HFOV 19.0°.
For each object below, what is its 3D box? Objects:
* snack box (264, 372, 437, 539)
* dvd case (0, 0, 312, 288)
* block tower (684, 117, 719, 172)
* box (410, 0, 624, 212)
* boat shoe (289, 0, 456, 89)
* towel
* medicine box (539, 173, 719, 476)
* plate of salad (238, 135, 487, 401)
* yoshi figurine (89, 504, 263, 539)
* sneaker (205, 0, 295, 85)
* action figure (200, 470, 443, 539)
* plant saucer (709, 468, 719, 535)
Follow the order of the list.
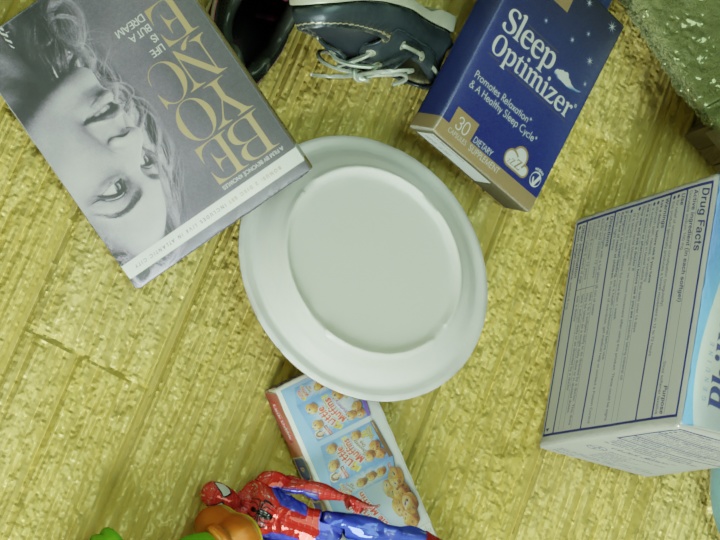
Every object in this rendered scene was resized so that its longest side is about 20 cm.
[{"bbox_3d":[0.004,0.162,1.528,0.072,0.024,0.201,-25,93,-26],"label":"snack box"},{"bbox_3d":[-0.149,-0.110,1.461,0.148,0.016,0.200,-34,98,6],"label":"dvd case"},{"bbox_3d":[0.338,-0.155,1.724,0.054,0.058,0.200,47,64,-12],"label":"block tower"},{"bbox_3d":[0.126,-0.160,1.601,0.121,0.032,0.201,37,74,-37],"label":"box"},{"bbox_3d":[0.008,-0.162,1.519,0.200,0.075,0.062,0,96,-68],"label":"boat shoe"},{"bbox_3d":[0.276,-0.212,1.680,0.148,0.037,0.200,-24,73,-20],"label":"towel"},{"bbox_3d":[0.232,0.045,1.558,0.103,0.200,0.183,17,75,-22],"label":"medicine box"},{"bbox_3d":[0.000,0.000,1.540,0.199,0.048,0.201,11,65,-25],"label":"plate of salad"},{"bbox_3d":[-0.154,0.237,1.414,0.112,0.112,0.200,42,49,21],"label":"yoshi figurine"},{"bbox_3d":[-0.065,-0.207,1.519,0.080,0.086,0.201,16,75,-24],"label":"sneaker"},{"bbox_3d":[-0.015,0.184,1.482,0.199,0.052,0.066,19,93,-1],"label":"action figure"},{"bbox_3d":[0.367,0.159,1.660,0.199,0.027,0.201,-4,104,-14],"label":"plant saucer"}]
